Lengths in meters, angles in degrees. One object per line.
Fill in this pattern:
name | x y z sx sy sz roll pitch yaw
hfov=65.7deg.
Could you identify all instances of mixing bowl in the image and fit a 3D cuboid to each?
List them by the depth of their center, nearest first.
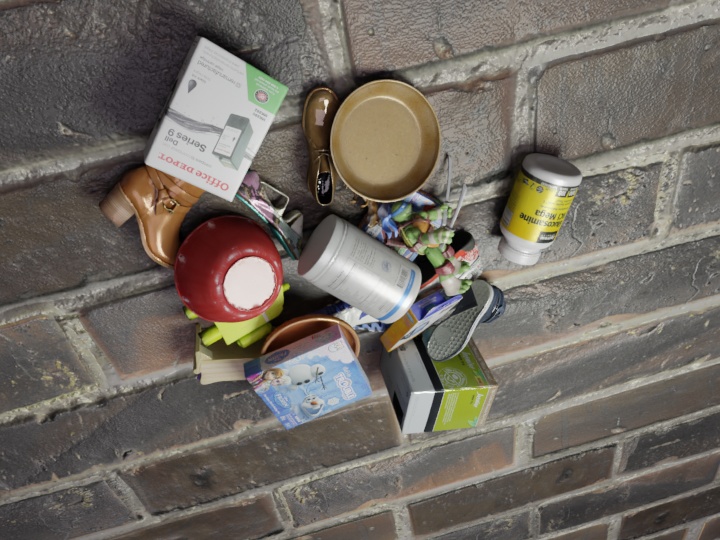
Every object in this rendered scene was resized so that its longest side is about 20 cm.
mixing bowl | -0.213 0.011 0.976 0.200 0.108 0.201 -10 108 -30

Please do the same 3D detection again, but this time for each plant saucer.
plant saucer | 0.040 -0.218 0.948 0.199 0.035 0.201 -4 104 -18
plant saucer | -0.102 0.157 1.112 0.199 0.038 0.201 -9 131 -11

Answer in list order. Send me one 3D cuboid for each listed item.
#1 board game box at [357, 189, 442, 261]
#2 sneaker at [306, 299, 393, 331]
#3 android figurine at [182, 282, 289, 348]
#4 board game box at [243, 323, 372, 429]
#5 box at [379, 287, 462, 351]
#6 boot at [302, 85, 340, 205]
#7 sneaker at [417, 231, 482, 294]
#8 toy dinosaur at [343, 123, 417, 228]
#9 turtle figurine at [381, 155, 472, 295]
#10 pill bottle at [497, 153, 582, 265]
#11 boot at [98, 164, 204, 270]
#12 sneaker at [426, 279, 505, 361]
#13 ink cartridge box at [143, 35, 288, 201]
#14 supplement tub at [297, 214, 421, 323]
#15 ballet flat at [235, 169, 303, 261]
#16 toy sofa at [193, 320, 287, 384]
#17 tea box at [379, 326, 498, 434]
board game box | 0.064 -0.073 1.095 0.135 0.035 0.200 25 116 -28
sneaker | -0.016 0.069 1.158 0.199 0.081 0.115 -7 123 -18
android figurine | -0.233 0.058 1.076 0.200 0.041 0.182 -32 112 -15
board game box | -0.098 0.217 1.109 0.198 0.043 0.200 -24 132 1
box | 0.124 0.093 1.131 0.119 0.042 0.200 -25 162 -28
boot | -0.059 -0.206 0.945 0.073 0.076 0.201 -4 124 -9
sneaker | 0.167 0.019 1.148 0.201 0.067 0.108 -39 129 -8
toy dinosaur | 0.019 -0.180 1.007 0.106 0.060 0.201 3 111 -29
turtle figurine | 0.158 -0.067 0.999 0.200 0.144 0.194 -38 115 -7
pill bottle | 0.341 -0.116 1.088 0.112 0.113 0.201 2 124 -16
boot | -0.320 -0.097 0.959 0.155 0.074 0.200 -37 131 5
sneaker | 0.235 0.113 1.206 0.203 0.077 0.146 -54 155 14
ink cartridge box | -0.223 -0.227 0.853 0.146 0.084 0.200 23 102 -28
supplement tub | 0.000 0.000 1.027 0.200 0.132 0.132 31 113 -21
ballet flat | -0.149 -0.101 1.009 0.071 0.069 0.200 -43 126 -7
toy sofa | -0.244 0.169 1.160 0.199 0.083 0.098 -1 130 -14
tea box | 0.166 0.237 1.242 0.196 0.200 0.134 -1 126 -15
